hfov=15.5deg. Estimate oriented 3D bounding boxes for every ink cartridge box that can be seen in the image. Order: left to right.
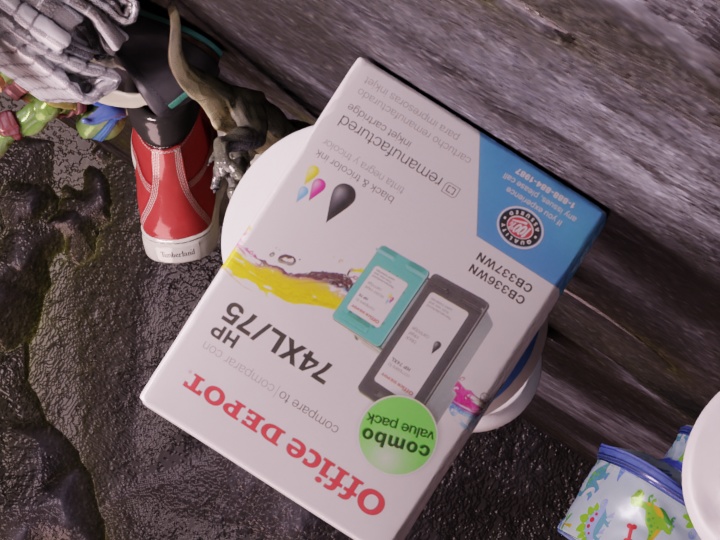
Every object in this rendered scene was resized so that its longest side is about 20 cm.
[{"bbox_3d":[0.007,0.024,1.330,0.147,0.200,0.146,32,177,4],"label":"ink cartridge box"}]

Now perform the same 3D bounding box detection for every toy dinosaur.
[{"bbox_3d":[-0.072,-0.080,1.594,0.047,0.088,0.200,-9,156,25],"label":"toy dinosaur"}]

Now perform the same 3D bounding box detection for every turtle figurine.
[{"bbox_3d":[-0.271,-0.150,1.900,0.194,0.144,0.200,42,176,-22],"label":"turtle figurine"}]

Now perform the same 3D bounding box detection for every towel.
[{"bbox_3d":[-0.219,-0.181,1.523,0.200,0.086,0.166,35,175,-14],"label":"towel"}]

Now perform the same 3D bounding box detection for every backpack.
[{"bbox_3d":[0.259,0.199,1.995,0.200,0.147,0.183,28,176,-1],"label":"backpack"}]

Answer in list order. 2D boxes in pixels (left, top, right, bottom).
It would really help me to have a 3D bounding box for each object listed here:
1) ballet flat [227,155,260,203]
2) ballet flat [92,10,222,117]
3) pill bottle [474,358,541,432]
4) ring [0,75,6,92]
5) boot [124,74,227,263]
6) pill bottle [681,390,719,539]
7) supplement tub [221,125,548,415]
[{"bbox_3d":[-0.061,-0.067,1.851,0.071,0.071,0.200,34,171,-14],"label":"ballet flat"},{"bbox_3d":[-0.167,-0.145,1.666,0.200,0.073,0.073,30,176,43],"label":"ballet flat"},{"bbox_3d":[0.087,0.074,2.116,0.111,0.111,0.200,33,177,0],"label":"pill bottle"},{"bbox_3d":[-0.281,-0.164,1.491,0.200,0.019,0.200,34,175,3],"label":"ring"},{"bbox_3d":[-0.133,-0.117,1.863,0.200,0.072,0.144,-98,2,-57],"label":"boot"},{"bbox_3d":[0.243,0.124,1.331,0.113,0.113,0.200,31,176,31],"label":"pill bottle"},{"bbox_3d":[0.019,0.006,1.582,0.132,0.132,0.200,31,176,33],"label":"supplement tub"}]
